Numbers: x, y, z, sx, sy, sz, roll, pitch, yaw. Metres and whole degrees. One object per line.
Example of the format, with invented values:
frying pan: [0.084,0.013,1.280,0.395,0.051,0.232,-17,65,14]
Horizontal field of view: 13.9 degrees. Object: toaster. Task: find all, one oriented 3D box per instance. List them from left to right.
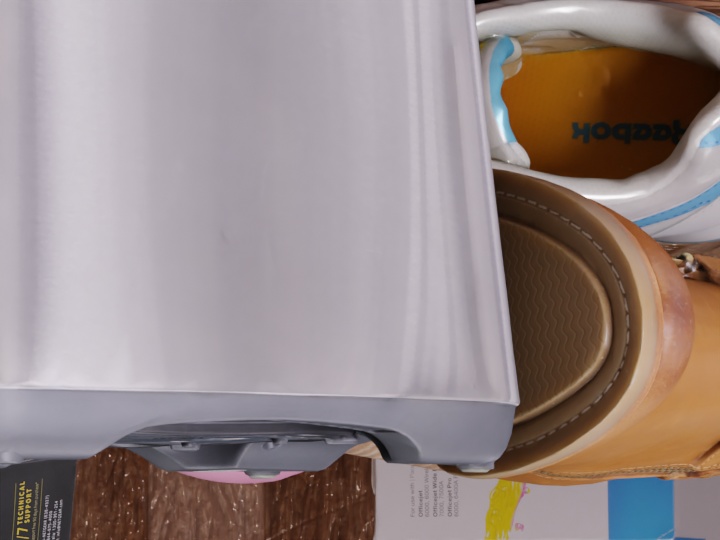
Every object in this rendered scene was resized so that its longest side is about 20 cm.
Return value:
toaster: [-0.057,-0.020,0.636,0.200,0.130,0.113,3,173,-38]

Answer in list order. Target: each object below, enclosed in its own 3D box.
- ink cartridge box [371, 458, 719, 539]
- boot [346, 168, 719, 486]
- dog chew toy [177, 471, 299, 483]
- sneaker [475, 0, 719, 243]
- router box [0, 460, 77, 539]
ink cartridge box: [0.122,0.104,1.879,0.199,0.145,0.147,-2,174,20]
boot: [0.082,0.019,0.755,0.154,0.074,0.200,4,175,-20]
dog chew toy: [0.000,0.000,0.949,0.200,0.125,0.124,-6,180,-41]
sneaker: [0.015,-0.039,0.797,0.199,0.077,0.081,-8,166,10]
router box: [-0.215,0.047,1.094,0.157,0.052,0.200,-8,-146,-26]
